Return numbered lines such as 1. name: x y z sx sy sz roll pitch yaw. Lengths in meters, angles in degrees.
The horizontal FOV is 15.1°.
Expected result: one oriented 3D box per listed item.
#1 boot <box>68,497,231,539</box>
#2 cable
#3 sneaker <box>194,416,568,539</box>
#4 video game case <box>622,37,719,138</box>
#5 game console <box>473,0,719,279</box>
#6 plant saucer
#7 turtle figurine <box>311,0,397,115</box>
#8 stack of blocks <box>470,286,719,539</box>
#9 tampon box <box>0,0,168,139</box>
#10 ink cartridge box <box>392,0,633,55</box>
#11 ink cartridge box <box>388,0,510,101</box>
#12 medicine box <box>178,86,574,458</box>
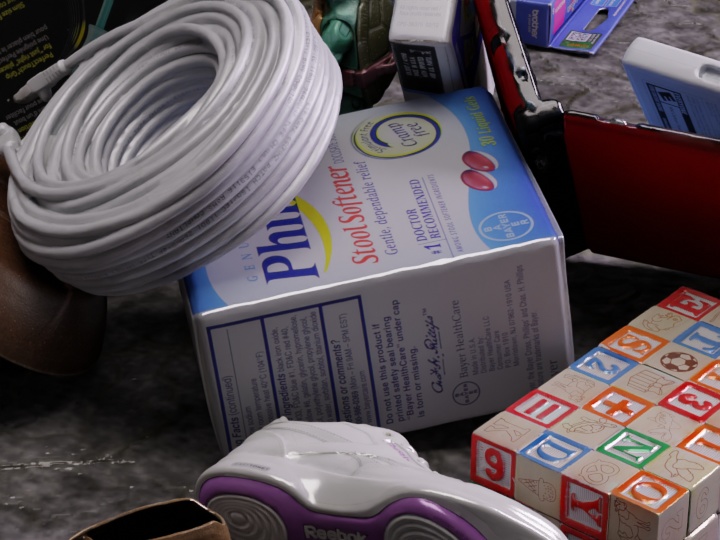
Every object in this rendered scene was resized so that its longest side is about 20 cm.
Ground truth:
1. boot: -0.149 0.159 1.268 0.199 0.076 0.074 -17 35 -26
2. cable: -0.102 -0.070 1.461 0.199 0.069 0.201 -31 33 13
3. sneaker: 0.021 0.112 1.352 0.199 0.075 0.100 14 33 22
4. video game case: 0.252 -0.046 1.536 0.181 0.200 0.023 21 69 32
5. game console: 0.146 -0.086 1.561 0.118 0.200 0.173 -17 67 2
6. plant saucer: -0.208 -0.029 1.510 0.200 0.037 0.201 40 19 -17
7. turtle figurine: -0.022 -0.127 1.599 0.100 0.201 0.150 3 31 23
8. stack of blocks: 0.161 0.087 1.414 0.115 0.059 0.200 21 35 32
9. tampon box: -0.157 -0.157 1.655 0.149 0.201 0.126 -24 21 25
10. ink cartridge box: 0.093 -0.209 1.961 0.199 0.042 0.119 14 32 19
11. ink cartridge box: 0.062 -0.185 1.628 0.043 0.198 0.201 8 71 11
12. medicine box: 0.000 0.000 1.494 0.198 0.104 0.183 -11 32 -5
